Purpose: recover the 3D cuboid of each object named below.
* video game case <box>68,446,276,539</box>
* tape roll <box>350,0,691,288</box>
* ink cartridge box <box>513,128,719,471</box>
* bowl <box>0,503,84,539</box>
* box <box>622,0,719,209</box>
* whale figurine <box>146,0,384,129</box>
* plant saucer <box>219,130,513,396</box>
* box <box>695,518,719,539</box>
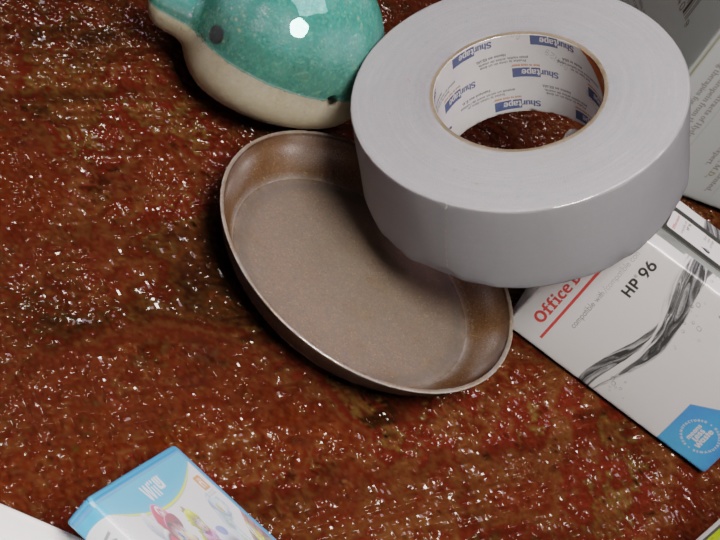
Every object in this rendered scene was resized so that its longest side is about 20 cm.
[{"bbox_3d":[-0.036,0.163,0.824,0.200,0.018,0.143,42,9,4],"label":"video game case"},{"bbox_3d":[0.096,-0.084,1.069,0.200,0.066,0.200,-5,48,5],"label":"tape roll"},{"bbox_3d":[0.175,0.018,1.121,0.200,0.116,0.068,37,37,0],"label":"ink cartridge box"},{"bbox_3d":[-0.144,0.169,0.688,0.200,0.075,0.200,27,16,-30],"label":"bowl"},{"bbox_3d":[0.298,-0.179,1.360,0.171,0.200,0.199,18,41,-20],"label":"box"},{"bbox_3d":[-0.064,-0.178,1.137,0.159,0.104,0.200,0,41,-43],"label":"whale figurine"},{"bbox_3d":[0.000,0.000,1.067,0.200,0.032,0.200,22,40,-19],"label":"plant saucer"},{"bbox_3d":[0.282,0.158,1.063,0.200,0.117,0.060,-8,56,-43],"label":"box"}]
